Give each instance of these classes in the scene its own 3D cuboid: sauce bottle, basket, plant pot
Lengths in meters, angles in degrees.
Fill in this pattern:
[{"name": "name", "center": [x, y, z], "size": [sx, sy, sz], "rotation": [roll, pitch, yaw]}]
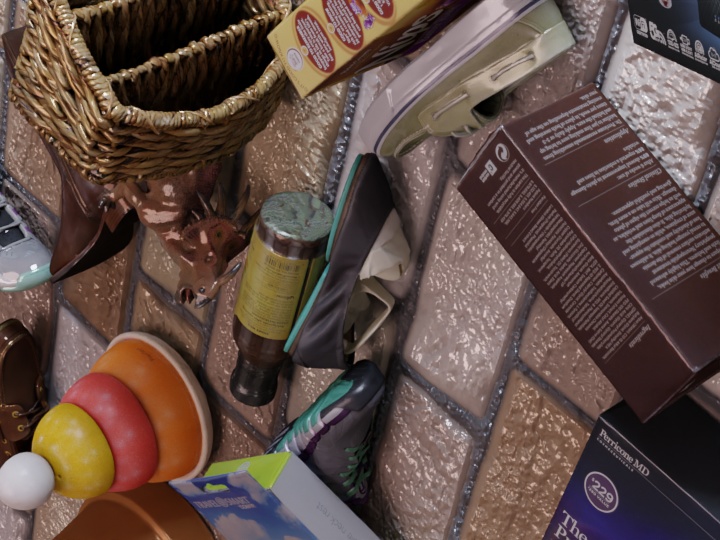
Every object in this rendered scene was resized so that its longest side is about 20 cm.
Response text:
[{"name": "sauce bottle", "center": [-0.070, 0.028, 1.555], "size": [0.065, 0.064, 0.201], "rotation": [41, 135, 25]}, {"name": "basket", "center": [-0.138, -0.168, 1.414], "size": [0.143, 0.199, 0.150], "rotation": [44, 137, 23]}, {"name": "plant pot", "center": [-0.234, 0.311, 1.836], "size": [0.199, 0.139, 0.202], "rotation": [25, 127, 38]}]

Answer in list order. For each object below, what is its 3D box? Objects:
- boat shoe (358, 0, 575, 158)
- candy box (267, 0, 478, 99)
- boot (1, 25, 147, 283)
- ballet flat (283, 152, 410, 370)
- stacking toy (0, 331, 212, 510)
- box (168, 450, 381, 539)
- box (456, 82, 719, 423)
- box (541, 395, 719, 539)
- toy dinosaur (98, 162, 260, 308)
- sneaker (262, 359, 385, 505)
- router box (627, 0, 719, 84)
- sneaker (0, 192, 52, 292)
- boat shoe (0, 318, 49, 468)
[{"name": "boat shoe", "center": [0.068, -0.124, 1.313], "size": [0.062, 0.072, 0.200], "rotation": [56, 138, 7]}, {"name": "candy box", "center": [0.037, -0.192, 1.273], "size": [0.200, 0.116, 0.057], "rotation": [-35, 84, 50]}, {"name": "boot", "center": [-0.269, -0.108, 1.706], "size": [0.186, 0.064, 0.201], "rotation": [-40, 79, 46]}, {"name": "ballet flat", "center": [0.000, 0.000, 1.469], "size": [0.073, 0.073, 0.201], "rotation": [41, 130, 25]}, {"name": "stacking toy", "center": [-0.243, 0.153, 1.709], "size": [0.145, 0.199, 0.147], "rotation": [25, 128, 38]}, {"name": "box", "center": [-0.052, 0.220, 1.596], "size": [0.200, 0.048, 0.121], "rotation": [47, 145, -21]}, {"name": "box", "center": [0.166, -0.014, 1.243], "size": [0.201, 0.100, 0.075], "rotation": [52, 140, 15]}, {"name": "box", "center": [0.233, 0.192, 1.302], "size": [0.200, 0.079, 0.142], "rotation": [41, 134, 25]}, {"name": "toy dinosaur", "center": [-0.140, -0.077, 1.565], "size": [0.135, 0.085, 0.202], "rotation": [2, 100, 40]}, {"name": "sneaker", "center": [-0.010, 0.141, 1.564], "size": [0.087, 0.075, 0.200], "rotation": [41, 146, -3]}, {"name": "router box", "center": [0.198, -0.180, 1.022], "size": [0.200, 0.062, 0.151], "rotation": [-134, 31, -67]}, {"name": "sneaker", "center": [-0.363, -0.067, 1.818], "size": [0.199, 0.077, 0.141], "rotation": [22, 127, 39]}, {"name": "boat shoe", "center": [-0.336, 0.131, 1.909], "size": [0.067, 0.072, 0.201], "rotation": [33, 138, 25]}]
